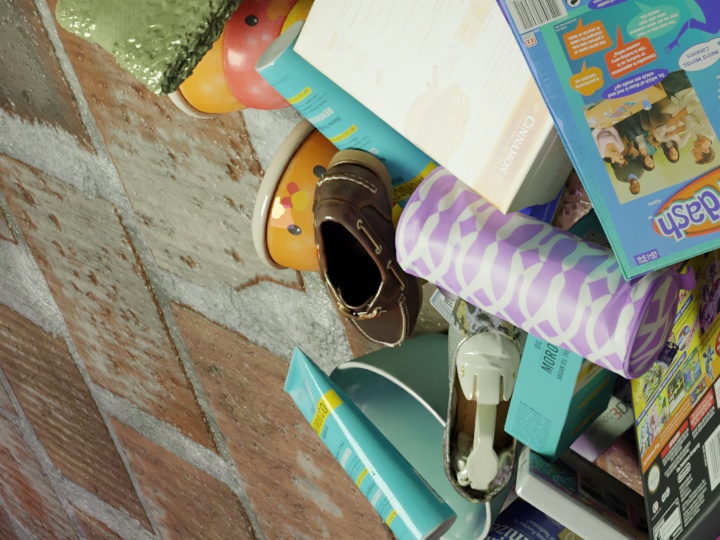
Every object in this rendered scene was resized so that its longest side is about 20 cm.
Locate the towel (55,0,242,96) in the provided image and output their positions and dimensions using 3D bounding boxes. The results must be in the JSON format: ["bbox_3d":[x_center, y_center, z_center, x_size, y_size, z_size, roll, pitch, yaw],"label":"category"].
[{"bbox_3d":[-0.130,-0.237,1.206,0.148,0.200,0.036,37,-176,32],"label":"towel"}]

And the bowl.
[{"bbox_3d":[0.075,0.136,1.466,0.201,0.105,0.201,36,149,26],"label":"bowl"}]

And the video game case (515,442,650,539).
[{"bbox_3d":[0.209,0.199,1.265,0.200,0.024,0.182,34,-171,3],"label":"video game case"}]

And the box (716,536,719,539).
[{"bbox_3d":[0.304,0.145,1.133,0.095,0.100,0.200,46,152,11],"label":"box"}]

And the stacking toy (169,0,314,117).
[{"bbox_3d":[-0.045,-0.176,1.264,0.199,0.146,0.146,14,137,27],"label":"stacking toy"}]

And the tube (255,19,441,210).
[{"bbox_3d":[0.010,-0.098,1.203,0.200,0.050,0.077,43,156,-18],"label":"tube"}]

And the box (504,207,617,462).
[{"bbox_3d":[0.164,0.044,1.210,0.049,0.082,0.200,33,138,24],"label":"box"}]

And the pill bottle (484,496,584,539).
[{"bbox_3d":[0.125,0.298,1.479,0.112,0.200,0.112,37,149,27],"label":"pill bottle"}]

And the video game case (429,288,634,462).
[{"bbox_3d":[0.153,0.055,1.338,0.200,0.023,0.182,47,152,10],"label":"video game case"}]

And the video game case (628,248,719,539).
[{"bbox_3d":[0.233,0.085,1.114,0.200,0.025,0.181,110,162,-55],"label":"video game case"}]

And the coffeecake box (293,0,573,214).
[{"bbox_3d":[0.072,-0.159,1.084,0.200,0.073,0.154,40,121,22],"label":"coffeecake box"}]

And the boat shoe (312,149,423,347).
[{"bbox_3d":[0.000,0.000,1.239,0.070,0.070,0.200,1,141,18],"label":"boat shoe"}]

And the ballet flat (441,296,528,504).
[{"bbox_3d":[0.101,0.101,1.285,0.072,0.072,0.201,28,127,38],"label":"ballet flat"}]

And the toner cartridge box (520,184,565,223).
[{"bbox_3d":[0.105,-0.086,1.197,0.095,0.043,0.200,42,144,22],"label":"toner cartridge box"}]

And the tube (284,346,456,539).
[{"bbox_3d":[0.002,0.157,1.432,0.200,0.050,0.078,48,146,19],"label":"tube"}]

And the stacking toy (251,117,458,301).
[{"bbox_3d":[0.026,-0.034,1.324,0.200,0.146,0.146,26,145,22],"label":"stacking toy"}]

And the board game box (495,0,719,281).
[{"bbox_3d":[0.190,-0.109,0.973,0.152,0.045,0.200,-20,110,20],"label":"board game box"}]

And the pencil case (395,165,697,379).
[{"bbox_3d":[0.121,-0.002,1.092,0.200,0.086,0.084,25,164,24],"label":"pencil case"}]
